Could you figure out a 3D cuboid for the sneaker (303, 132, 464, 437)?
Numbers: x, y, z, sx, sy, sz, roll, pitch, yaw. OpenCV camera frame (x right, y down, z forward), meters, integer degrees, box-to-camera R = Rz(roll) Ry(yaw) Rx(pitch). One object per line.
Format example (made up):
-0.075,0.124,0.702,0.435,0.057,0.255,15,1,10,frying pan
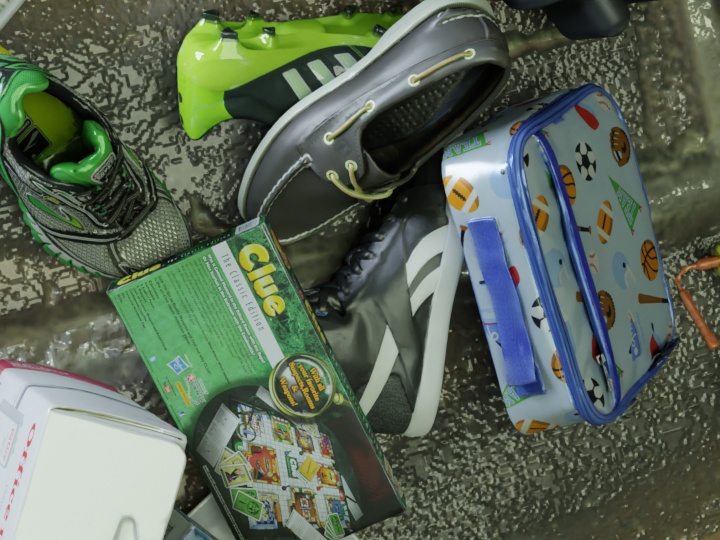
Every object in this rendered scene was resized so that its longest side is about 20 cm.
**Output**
0.000,0.000,1.512,0.112,0.073,0.200,5,94,-16,sneaker

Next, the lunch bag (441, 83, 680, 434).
0.122,-0.003,1.505,0.160,0.075,0.200,-36,112,-56,lunch bag

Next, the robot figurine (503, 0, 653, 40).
0.111,-0.236,1.492,0.200,0.125,0.150,58,35,-14,robot figurine

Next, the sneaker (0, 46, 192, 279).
-0.163,-0.051,1.434,0.200,0.085,0.078,42,77,-41,sneaker

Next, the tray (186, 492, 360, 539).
-0.097,0.207,1.531,0.200,0.022,0.107,-42,106,-9,tray

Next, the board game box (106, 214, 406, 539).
-0.060,0.076,1.483,0.105,0.023,0.200,-22,106,10,board game box

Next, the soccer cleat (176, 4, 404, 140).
-0.016,-0.115,1.506,0.200,0.068,0.081,-2,120,-21,soccer cleat

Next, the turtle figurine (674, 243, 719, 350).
0.302,0.031,1.610,0.200,0.064,0.161,43,75,-7,turtle figurine

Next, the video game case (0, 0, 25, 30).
-0.300,-0.161,1.400,0.182,0.022,0.200,43,63,-16,video game case

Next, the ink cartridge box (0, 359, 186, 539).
-0.174,0.137,1.406,0.083,0.200,0.147,16,90,-18,ink cartridge box

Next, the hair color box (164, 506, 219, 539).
-0.147,0.235,1.455,0.061,0.100,0.200,39,84,-17,hair color box

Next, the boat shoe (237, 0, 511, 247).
0.006,-0.079,1.463,0.072,0.061,0.201,28,117,-39,boat shoe
